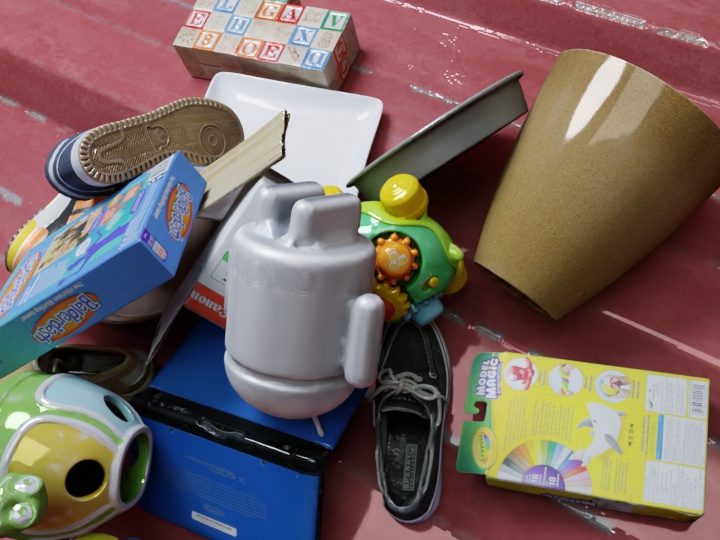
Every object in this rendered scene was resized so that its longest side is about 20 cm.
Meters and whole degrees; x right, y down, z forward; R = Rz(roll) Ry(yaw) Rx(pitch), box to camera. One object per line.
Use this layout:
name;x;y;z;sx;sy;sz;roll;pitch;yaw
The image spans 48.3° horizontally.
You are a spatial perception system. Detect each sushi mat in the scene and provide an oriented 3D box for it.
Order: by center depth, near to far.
sushi mat;-0.149;-0.077;0.760;0.200;0.012;0.096;-31;32;17

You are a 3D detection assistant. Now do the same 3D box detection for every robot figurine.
robot figurine;-0.050;0.032;0.642;0.170;0.113;0.200;23;114;41

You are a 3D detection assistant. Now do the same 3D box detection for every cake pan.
cake pan;0.078;-0.121;0.776;0.200;0.200;0.037;-33;93;-4

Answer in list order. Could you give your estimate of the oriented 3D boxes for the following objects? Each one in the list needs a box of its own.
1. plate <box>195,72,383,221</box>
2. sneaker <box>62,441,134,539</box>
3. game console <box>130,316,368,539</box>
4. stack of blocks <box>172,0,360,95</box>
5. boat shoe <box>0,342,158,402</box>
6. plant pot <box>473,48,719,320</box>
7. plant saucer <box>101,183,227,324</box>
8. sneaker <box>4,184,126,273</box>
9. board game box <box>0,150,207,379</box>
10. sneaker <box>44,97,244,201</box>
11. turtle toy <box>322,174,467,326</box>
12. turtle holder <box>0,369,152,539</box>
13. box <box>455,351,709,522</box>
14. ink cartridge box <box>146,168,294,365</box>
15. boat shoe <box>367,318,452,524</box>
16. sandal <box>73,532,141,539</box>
plate;-0.091;-0.120;0.870;0.199;0.032;0.200;11;61;7
sneaker;-0.313;0.202;0.763;0.200;0.073;0.114;-7;66;10
game console;-0.097;0.150;0.738;0.200;0.118;0.171;13;109;26
stack of blocks;-0.106;-0.279;0.956;0.200;0.059;0.115;15;68;19
boat shoe;-0.309;0.099;0.807;0.200;0.076;0.072;-10;63;8
plant pot;0.197;-0.062;0.728;0.186;0.186;0.200;37;91;26
plant saucer;-0.235;-0.029;0.878;0.200;0.034;0.201;-5;63;9
sneaker;-0.278;-0.057;0.854;0.090;0.070;0.200;34;73;6
board game box;-0.235;-0.007;0.703;0.200;0.045;0.152;-28;30;20
sneaker;-0.219;-0.122;0.811;0.108;0.200;0.070;-10;100;43
turtle toy;0.000;0.000;0.739;0.200;0.146;0.101;-6;51;28
turtle holder;-0.249;0.148;0.649;0.132;0.186;0.141;7;66;5
box;0.188;0.139;0.692;0.200;0.048;0.117;8;67;14
ink cartridge box;-0.127;0.000;0.759;0.050;0.109;0.200;31;100;-15
boat shoe;0.041;0.120;0.721;0.073;0.068;0.200;2;64;14
sandal;-0.155;0.279;0.683;0.200;0.087;0.080;29;75;2
